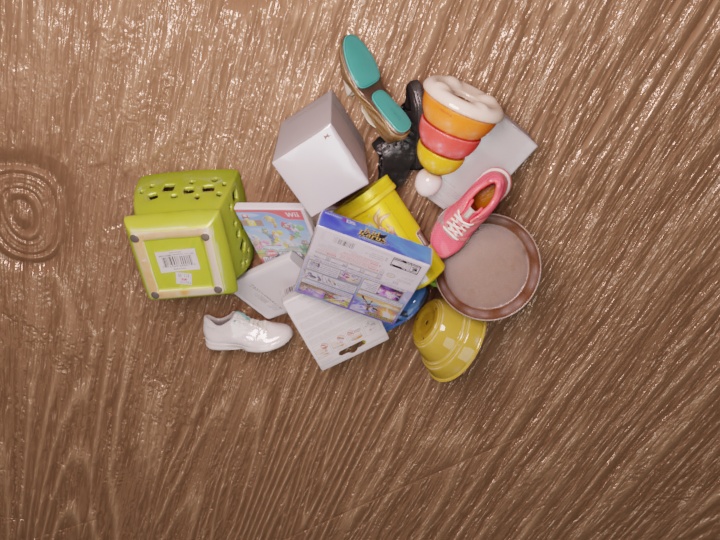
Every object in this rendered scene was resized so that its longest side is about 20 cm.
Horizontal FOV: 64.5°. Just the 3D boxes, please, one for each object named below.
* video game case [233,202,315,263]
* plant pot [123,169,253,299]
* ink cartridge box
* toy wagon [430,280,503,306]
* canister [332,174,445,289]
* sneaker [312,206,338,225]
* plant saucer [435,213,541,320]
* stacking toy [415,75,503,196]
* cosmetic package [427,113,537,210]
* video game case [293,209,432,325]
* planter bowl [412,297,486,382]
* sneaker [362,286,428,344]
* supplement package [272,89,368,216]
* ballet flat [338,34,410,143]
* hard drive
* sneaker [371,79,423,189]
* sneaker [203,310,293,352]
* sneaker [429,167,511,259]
[{"bbox_3d":[-0.143,-0.053,1.095,0.141,0.018,0.201,3,141,18],"label":"video game case"},{"bbox_3d":[-0.319,-0.060,1.070,0.198,0.182,0.201,-4,122,1],"label":"plant pot"},{"bbox_3d":[-0.048,0.090,1.139,0.159,0.047,0.201,-25,125,-1],"label":"ink cartridge box"},{"bbox_3d":[0.215,0.002,1.157,0.198,0.157,0.040,-6,157,2],"label":"toy wagon"},{"bbox_3d":[0.052,-0.059,1.064,0.201,0.086,0.148,55,149,-9],"label":"canister"},{"bbox_3d":[-0.122,-0.073,1.134,0.198,0.071,0.073,-20,121,9],"label":"sneaker"},{"bbox_3d":[0.240,-0.007,1.085,0.198,0.034,0.203,1,93,10],"label":"plant saucer"},{"bbox_3d":[0.142,-0.219,0.986,0.145,0.147,0.201,17,123,-13],"label":"stacking toy"},{"bbox_3d":[0.216,-0.201,1.068,0.112,0.081,0.200,33,114,-21],"label":"cosmetic package"},{"bbox_3d":[0.000,0.000,0.993,0.198,0.046,0.182,20,137,-7],"label":"video game case"},{"bbox_3d":[0.166,0.121,1.188,0.083,0.201,0.201,26,117,-22],"label":"planter bowl"},{"bbox_3d":[0.055,0.082,1.242,0.199,0.066,0.079,-35,113,18],"label":"sneaker"},{"bbox_3d":[-0.066,-0.206,0.979,0.117,0.201,0.117,-28,119,14],"label":"supplement package"},{"bbox_3d":[0.014,-0.306,0.991,0.201,0.068,0.072,55,152,-2],"label":"ballet flat"},{"bbox_3d":[-0.166,0.034,1.174,0.199,0.027,0.132,-20,131,37],"label":"hard drive"},{"bbox_3d":[0.068,-0.240,1.047,0.103,0.060,0.201,-10,125,-2],"label":"sneaker"},{"bbox_3d":[-0.249,0.126,1.252,0.198,0.075,0.089,-3,118,2],"label":"sneaker"},{"bbox_3d":[0.186,-0.101,1.019,0.074,0.087,0.201,40,112,6],"label":"sneaker"}]
